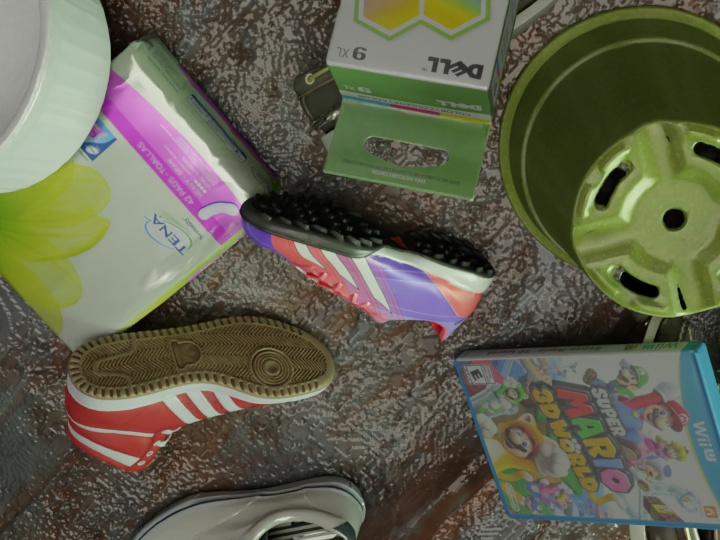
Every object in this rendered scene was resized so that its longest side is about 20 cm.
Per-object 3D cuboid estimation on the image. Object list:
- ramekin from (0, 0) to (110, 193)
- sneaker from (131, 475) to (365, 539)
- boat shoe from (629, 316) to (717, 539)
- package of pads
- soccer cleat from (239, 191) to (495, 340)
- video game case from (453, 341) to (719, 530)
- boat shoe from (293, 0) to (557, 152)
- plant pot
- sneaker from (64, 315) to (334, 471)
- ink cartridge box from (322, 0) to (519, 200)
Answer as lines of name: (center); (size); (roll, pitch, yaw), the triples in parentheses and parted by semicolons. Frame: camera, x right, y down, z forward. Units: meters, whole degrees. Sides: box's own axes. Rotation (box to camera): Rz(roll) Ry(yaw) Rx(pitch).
ramekin: (-0.265, -0.144, 0.897); (0.200, 0.098, 0.201); (-1, 86, 21)
sneaker: (-0.095, 0.211, 1.054); (0.200, 0.071, 0.073); (-19, 107, 10)
boat shoe: (0.235, 0.123, 0.990); (0.059, 0.072, 0.200); (11, 117, 30)
package of pads: (-0.175, -0.049, 0.973); (0.200, 0.068, 0.155); (-37, 101, 16)
soccer cleat: (0.000, 0.000, 0.948); (0.200, 0.068, 0.073); (14, 114, -29)
video game case: (0.172, 0.120, 0.976); (0.200, 0.018, 0.143); (-5, 112, 40)
boat shoe: (0.048, -0.157, 0.915); (0.202, 0.072, 0.060); (-33, 90, 6)
plant pot: (0.191, -0.057, 0.876); (0.200, 0.190, 0.200); (1, 110, 4)
sneaker: (-0.125, 0.095, 1.019); (0.200, 0.071, 0.113); (-1, 144, -20)
ink cartridge box: (0.042, -0.155, 0.849); (0.104, 0.059, 0.200); (12, 79, 12)
